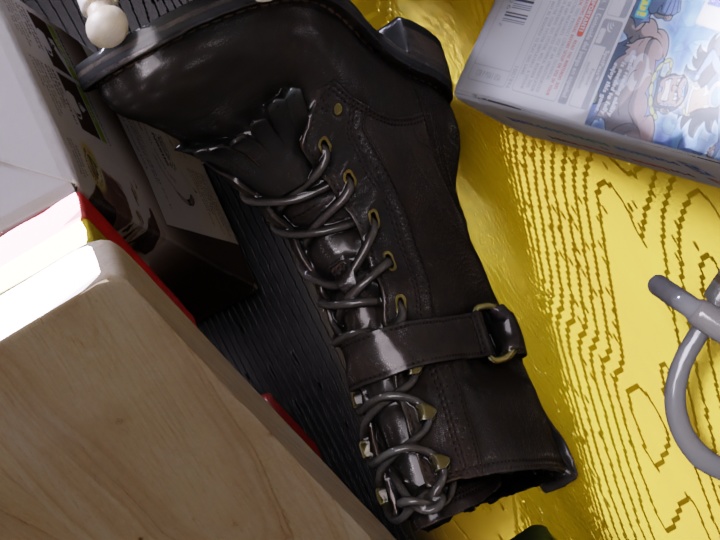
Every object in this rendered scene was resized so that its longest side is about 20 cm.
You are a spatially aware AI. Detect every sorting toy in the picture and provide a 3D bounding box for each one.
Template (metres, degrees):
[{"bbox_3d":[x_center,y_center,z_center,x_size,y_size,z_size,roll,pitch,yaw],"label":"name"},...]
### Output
[{"bbox_3d":[-0.111,0.083,0.916,0.199,0.200,0.070,-31,44,10],"label":"sorting toy"}]

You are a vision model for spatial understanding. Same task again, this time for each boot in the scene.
[{"bbox_3d":[0.000,0.000,0.968,0.069,0.200,0.174,-26,73,32],"label":"boot"}]

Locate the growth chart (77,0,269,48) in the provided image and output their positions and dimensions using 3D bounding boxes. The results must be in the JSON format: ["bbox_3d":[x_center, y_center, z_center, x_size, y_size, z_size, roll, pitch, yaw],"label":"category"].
[{"bbox_3d":[-0.013,-0.141,0.917,0.200,0.018,0.145,-24,47,7],"label":"growth chart"}]

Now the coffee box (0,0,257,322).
[{"bbox_3d":[-0.122,-0.016,0.983,0.113,0.200,0.080,-28,76,9],"label":"coffee box"}]

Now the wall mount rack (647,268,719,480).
[{"bbox_3d":[0.199,0.005,0.983,0.174,0.075,0.200,32,93,-11],"label":"wall mount rack"}]

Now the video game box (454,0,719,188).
[{"bbox_3d":[0.134,-0.125,0.962,0.047,0.182,0.200,26,87,-32],"label":"video game box"}]

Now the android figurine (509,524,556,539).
[{"bbox_3d":[0.088,0.187,0.970,0.182,0.041,0.200,-44,101,-16],"label":"android figurine"}]
